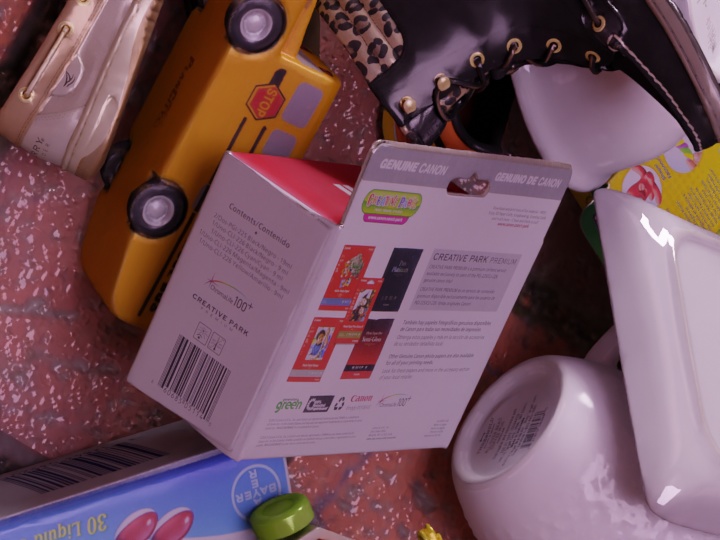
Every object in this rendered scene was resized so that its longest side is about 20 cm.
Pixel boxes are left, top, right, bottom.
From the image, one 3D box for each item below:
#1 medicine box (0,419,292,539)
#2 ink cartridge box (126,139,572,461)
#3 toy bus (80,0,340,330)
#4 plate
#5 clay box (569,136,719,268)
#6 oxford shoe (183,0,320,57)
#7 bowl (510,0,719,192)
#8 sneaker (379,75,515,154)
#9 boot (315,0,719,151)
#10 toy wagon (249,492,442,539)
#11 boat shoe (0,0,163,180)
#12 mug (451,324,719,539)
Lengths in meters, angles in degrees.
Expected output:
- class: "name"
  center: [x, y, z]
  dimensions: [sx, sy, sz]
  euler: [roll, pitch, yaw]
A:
- class: "medicine box"
  center: [-0.123, 0.197, 1.342]
  dimensions: [0.181, 0.103, 0.202]
  euler: [-16, 101, -30]
- class: "ink cartridge box"
  center: [0.000, 0.000, 1.340]
  dimensions: [0.199, 0.084, 0.177]
  euler: [3, 115, -56]
- class: "toy bus"
  center: [-0.074, -0.067, 1.333]
  dimensions: [0.078, 0.065, 0.201]
  euler: [22, 104, -29]
- class: "plate"
  center: [0.219, 0.060, 1.464]
  dimensions: [0.199, 0.032, 0.201]
  euler: [20, 53, -41]
- class: "clay box"
  center: [0.207, -0.054, 1.558]
  dimensions: [0.200, 0.047, 0.115]
  euler: [-43, 114, -21]
- class: "oxford shoe"
  center: [-0.048, -0.165, 1.371]
  dimensions: [0.072, 0.084, 0.202]
  euler: [-14, 103, -32]
- class: "bowl"
  center: [0.154, -0.148, 1.438]
  dimensions: [0.201, 0.090, 0.203]
  euler: [17, 71, -62]
- class: "sneaker"
  center: [0.071, -0.151, 1.440]
  dimensions: [0.070, 0.090, 0.202]
  euler: [12, 88, -31]
- class: "boot"
  center: [0.083, -0.112, 1.327]
  dimensions: [0.150, 0.073, 0.201]
  euler: [-36, 81, 3]
- class: "toy wagon"
  center: [-0.023, 0.193, 1.321]
  dimensions: [0.199, 0.039, 0.156]
  euler: [-30, 109, -27]
- class: "boat shoe"
  center: [-0.133, -0.150, 1.326]
  dimensions: [0.069, 0.074, 0.201]
  euler: [19, 77, -7]
- class: "mug"
  center: [0.155, 0.113, 1.483]
  dimensions: [0.175, 0.147, 0.201]
  euler: [40, 73, -24]
